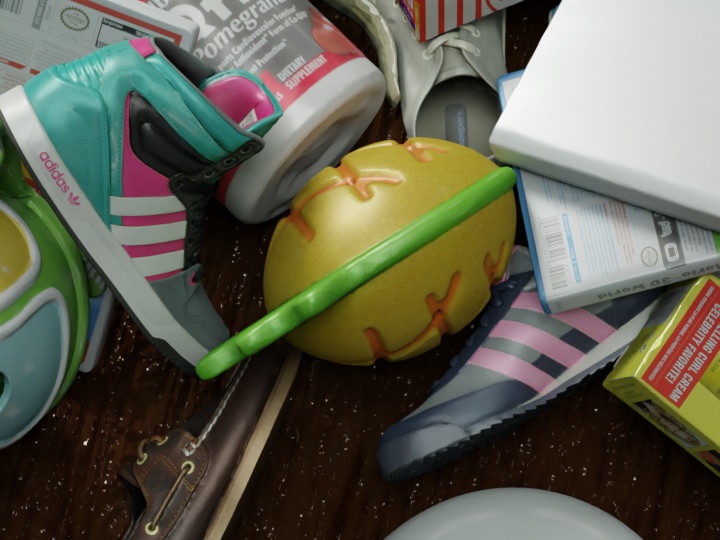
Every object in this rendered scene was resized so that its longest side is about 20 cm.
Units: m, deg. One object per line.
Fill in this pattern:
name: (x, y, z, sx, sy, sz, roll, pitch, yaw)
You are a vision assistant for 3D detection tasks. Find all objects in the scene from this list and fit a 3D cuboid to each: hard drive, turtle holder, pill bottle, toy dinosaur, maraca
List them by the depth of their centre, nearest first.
turtle holder: (-0.202, 0.017, 1.358, 0.141, 0.132, 0.186, 45, 114, -1)
maraca: (0.000, 0.000, 1.369, 0.200, 0.137, 0.107, -33, 88, -35)
hard drive: (0.182, -0.086, 1.373, 0.199, 0.027, 0.132, 20, 69, 25)
pill bottle: (-0.091, -0.129, 1.445, 0.111, 0.111, 0.200, -43, 79, -13)
toy dinosaur: (-0.033, -0.183, 1.470, 0.200, 0.088, 0.047, 42, 42, 21)

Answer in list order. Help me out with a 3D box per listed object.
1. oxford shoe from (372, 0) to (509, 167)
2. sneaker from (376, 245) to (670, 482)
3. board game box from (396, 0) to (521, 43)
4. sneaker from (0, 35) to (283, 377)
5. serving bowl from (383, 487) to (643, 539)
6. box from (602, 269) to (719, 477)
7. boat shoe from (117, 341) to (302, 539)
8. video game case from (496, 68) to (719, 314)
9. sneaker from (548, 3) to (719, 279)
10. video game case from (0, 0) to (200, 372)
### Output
oxford shoe: (0.047, -0.127, 1.477, 0.075, 0.058, 0.201, -7, 72, -2)
sneaker: (0.080, 0.036, 1.423, 0.200, 0.070, 0.082, -31, 82, -18)
board game box: (0.057, -0.236, 1.487, 0.151, 0.046, 0.200, -23, 60, -11)
sneaker: (-0.086, -0.043, 1.359, 0.121, 0.200, 0.084, -32, 40, 0)
serving bowl: (0.081, 0.203, 1.375, 0.199, 0.066, 0.201, 0, 73, -1)
box: (0.226, 0.089, 1.392, 0.200, 0.050, 0.075, 39, 75, -7)
boat shoe: (-0.094, 0.120, 1.392, 0.070, 0.070, 0.201, 24, 74, 1)
video game case: (0.178, -0.065, 1.389, 0.199, 0.018, 0.144, -15, 58, 9)
sneaker: (0.164, -0.067, 1.458, 0.081, 0.077, 0.201, -19, 68, 0)
video game case: (-0.178, -0.060, 1.412, 0.143, 0.017, 0.201, 21, 111, 5)
